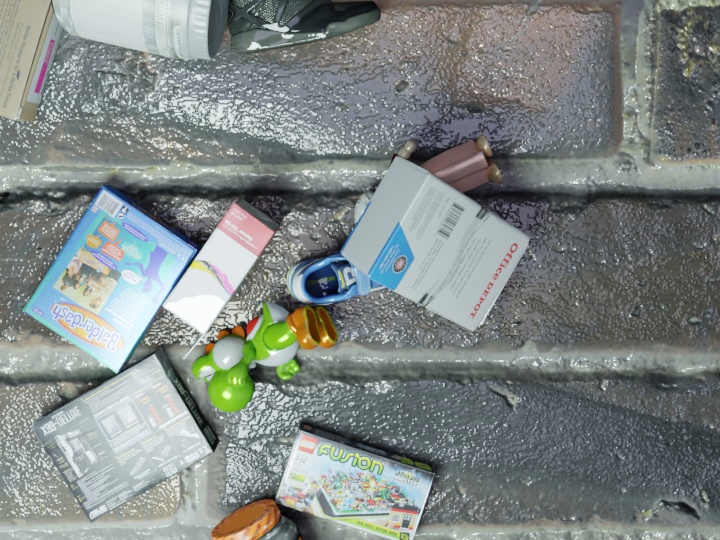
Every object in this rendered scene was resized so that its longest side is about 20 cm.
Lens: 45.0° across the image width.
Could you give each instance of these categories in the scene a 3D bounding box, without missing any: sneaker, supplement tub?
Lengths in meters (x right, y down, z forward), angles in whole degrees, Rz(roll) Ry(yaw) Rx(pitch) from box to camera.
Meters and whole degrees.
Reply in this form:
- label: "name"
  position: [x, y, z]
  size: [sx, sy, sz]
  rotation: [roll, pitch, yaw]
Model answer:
- label: "sneaker"
  position: [-0.076, -0.347, 1.114]
  size: [0.198, 0.076, 0.115]
  rotation: [-6, 105, 5]
- label: "supplement tub"
  position: [-0.118, 0.422, 1.175]
  size: [0.122, 0.123, 0.201]
  rotation: [-24, 95, 2]
- label: "sneaker"
  position: [0.000, 0.000, 1.152]
  size: [0.199, 0.082, 0.074]
  rotation: [-21, 95, -2]

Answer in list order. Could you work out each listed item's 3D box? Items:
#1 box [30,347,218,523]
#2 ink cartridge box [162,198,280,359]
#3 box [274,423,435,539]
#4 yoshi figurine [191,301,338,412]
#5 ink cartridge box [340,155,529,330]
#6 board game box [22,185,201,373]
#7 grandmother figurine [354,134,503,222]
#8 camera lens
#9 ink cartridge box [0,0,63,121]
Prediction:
- label: "box"
  position: [-0.319, 0.224, 1.186]
  size: [0.199, 0.050, 0.158]
  rotation: [-30, 95, 2]
- label: "ink cartridge box"
  position: [-0.189, 0.008, 1.131]
  size: [0.067, 0.116, 0.201]
  rotation: [35, 94, -5]
- label: "box"
  position: [-0.008, 0.296, 1.207]
  size: [0.198, 0.035, 0.111]
  rotation: [18, 95, -3]
- label: "yoshi figurine"
  position: [-0.129, 0.125, 1.149]
  size: [0.199, 0.112, 0.113]
  rotation: [-24, 119, 19]
- label: "ink cartridge box"
  position: [0.098, -0.031, 1.106]
  size: [0.199, 0.084, 0.147]
  rotation: [28, 96, -36]
- label: "board game box"
  position: [-0.331, 0.011, 1.165]
  size: [0.152, 0.045, 0.201]
  rotation: [35, 94, -5]
- label: "grandmother figurine"
  position: [0.081, -0.113, 1.153]
  size: [0.199, 0.061, 0.122]
  rotation: [-26, 96, 1]
- label: "camera lens"
  position: [-0.268, -0.353, 1.069]
  size: [0.198, 0.160, 0.161]
  rotation: [13, 96, -2]
- label: "ink cartridge box"
  position: [-0.475, -0.311, 1.113]
  size: [0.164, 0.075, 0.201]
  rotation: [20, 95, -4]
